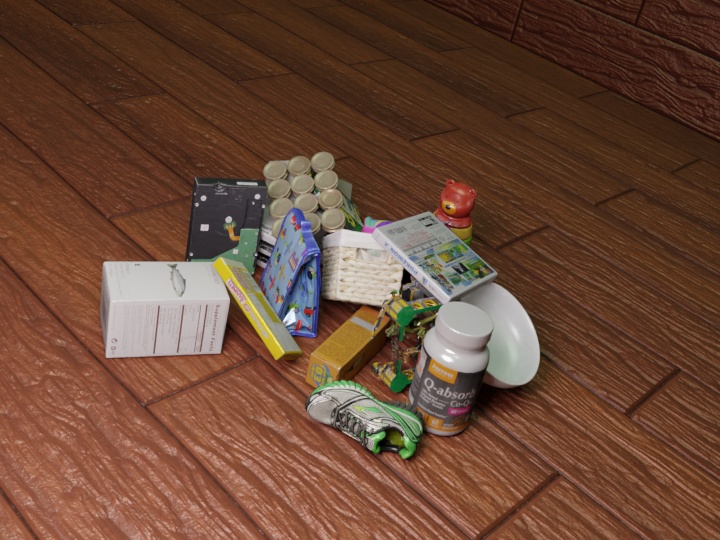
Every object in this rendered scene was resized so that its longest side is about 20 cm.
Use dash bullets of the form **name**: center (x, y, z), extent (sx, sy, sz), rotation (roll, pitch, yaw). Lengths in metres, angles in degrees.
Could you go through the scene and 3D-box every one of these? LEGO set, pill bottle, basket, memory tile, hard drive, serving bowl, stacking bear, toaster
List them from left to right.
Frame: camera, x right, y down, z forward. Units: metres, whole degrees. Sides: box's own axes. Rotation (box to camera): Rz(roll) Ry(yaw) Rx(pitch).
- **hard drive**: center (-0.257, -0.077, 1.653), extent (0.136, 0.204, 0.038), rotation (-1, 31, -22)
- **toaster**: center (-0.170, -0.080, 1.765), extent (0.197, 0.115, 0.129), rotation (26, 47, 17)
- **memory tile**: center (-0.111, -0.148, 1.724), extent (0.149, 0.017, 0.203), rotation (-11, 55, 0)
- **basket**: center (0.000, 0.000, 1.638), extent (0.132, 0.127, 0.200), rotation (8, -4, -11)
- **LEGO set**: center (0.079, 0.102, 1.531), extent (0.151, 0.204, 0.116), rotation (-19, 34, -24)
- **stacking bear**: center (0.190, -0.091, 1.864), extent (0.120, 0.204, 0.113), rotation (31, 35, 27)
- **pill bottle**: center (0.149, 0.162, 1.445), extent (0.113, 0.204, 0.117), rotation (9, 31, -6)
- **serving bowl**: center (0.231, 0.123, 1.574), extent (0.197, 0.066, 0.204), rotation (22, 51, -29)

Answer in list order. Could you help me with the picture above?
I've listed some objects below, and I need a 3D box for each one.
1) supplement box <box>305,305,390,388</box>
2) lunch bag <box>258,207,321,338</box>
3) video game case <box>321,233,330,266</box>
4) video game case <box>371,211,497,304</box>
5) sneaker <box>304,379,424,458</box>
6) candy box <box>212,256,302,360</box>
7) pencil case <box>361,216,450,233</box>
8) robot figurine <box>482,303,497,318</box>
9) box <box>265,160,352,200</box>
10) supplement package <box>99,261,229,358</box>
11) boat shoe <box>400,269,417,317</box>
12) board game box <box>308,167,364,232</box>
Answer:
- **supplement box**: center (-0.020, 0.138, 1.542), extent (0.068, 0.068, 0.200), rotation (24, 32, 16)
- **lunch bag**: center (-0.121, -0.004, 1.593), extent (0.092, 0.204, 0.152), rotation (2, 33, -19)
- **video game case**: center (-0.055, -0.046, 1.867), extent (0.196, 0.018, 0.143), rotation (24, 33, 15)
- **video game case**: center (0.135, -0.026, 1.549), extent (0.182, 0.022, 0.199), rotation (44, 31, 18)
- **sneaker**: center (0.006, 0.237, 1.384), extent (0.195, 0.079, 0.086), rotation (15, 31, 0)
- **candy box**: center (-0.177, 0.067, 1.506), extent (0.202, 0.026, 0.102), rotation (55, 10, 13)
- **pencil case**: center (0.095, -0.067, 1.809), extent (0.195, 0.090, 0.088), rotation (3, 25, 24)
- **robot figurine**: center (0.213, 0.059, 1.719), extent (0.167, 0.115, 0.200), rotation (-12, 40, -33)
- **box**: center (-0.110, -0.173, 1.886), extent (0.093, 0.080, 0.199), rotation (4, -7, 32)
- **supplement package**: center (-0.333, 0.064, 1.475), extent (0.195, 0.120, 0.118), rotation (0, 33, -24)
- **boat shoe**: center (0.103, 0.021, 1.786), extent (0.070, 0.061, 0.201), rotation (13, 31, 0)
- **board game box**: center (-0.048, -0.136, 1.833), extent (0.200, 0.023, 0.106), rotation (40, 27, -51)
